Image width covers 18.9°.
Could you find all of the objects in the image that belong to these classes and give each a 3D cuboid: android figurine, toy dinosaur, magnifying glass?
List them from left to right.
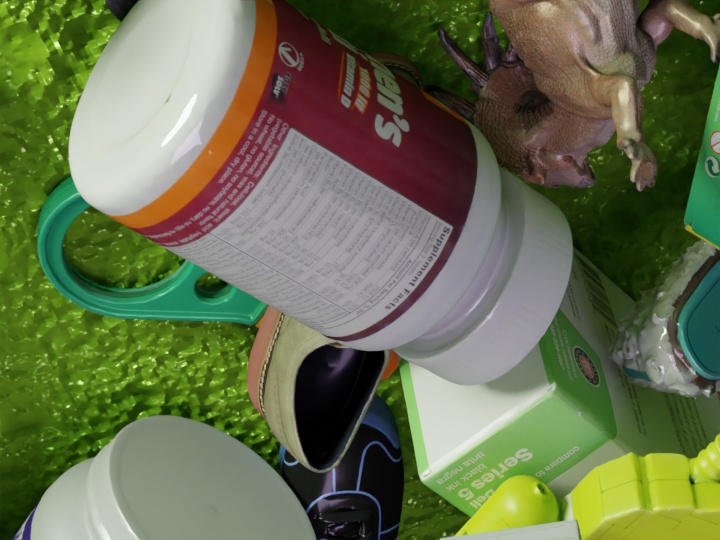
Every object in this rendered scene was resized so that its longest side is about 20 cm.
[{"bbox_3d":[-0.064,0.007,1.045,0.199,0.022,0.080,26,120,-26],"label":"magnifying glass"},{"bbox_3d":[0.084,-0.114,0.938,0.086,0.135,0.201,-27,118,-43],"label":"toy dinosaur"},{"bbox_3d":[0.128,0.144,0.985,0.181,0.041,0.200,20,131,-22],"label":"android figurine"}]

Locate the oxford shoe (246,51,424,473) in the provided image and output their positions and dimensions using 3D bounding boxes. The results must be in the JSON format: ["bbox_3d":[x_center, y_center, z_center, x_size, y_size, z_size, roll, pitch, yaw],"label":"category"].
[{"bbox_3d":[0.000,0.000,1.000,0.070,0.075,0.201,1,117,-20],"label":"oxford shoe"}]

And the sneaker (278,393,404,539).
[{"bbox_3d":[-0.008,0.154,1.136,0.070,0.078,0.201,-4,130,-7],"label":"sneaker"}]

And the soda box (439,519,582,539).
[{"bbox_3d":[0.083,0.199,0.963,0.063,0.068,0.201,-8,136,7],"label":"soda box"}]

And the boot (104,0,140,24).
[{"bbox_3d":[-0.071,-0.181,0.866,0.130,0.068,0.200,-28,136,7],"label":"boot"}]

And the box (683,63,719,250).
[{"bbox_3d":[0.240,-0.074,0.963,0.199,0.048,0.118,-13,124,-35],"label":"box"}]

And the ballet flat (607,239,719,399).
[{"bbox_3d":[0.184,-0.010,1.015,0.200,0.072,0.072,-38,140,-32],"label":"ballet flat"}]

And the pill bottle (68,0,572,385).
[{"bbox_3d":[-0.012,-0.034,0.892,0.199,0.110,0.110,30,119,-31],"label":"pill bottle"}]

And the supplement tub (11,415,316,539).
[{"bbox_3d":[-0.124,0.186,1.097,0.145,0.146,0.200,23,122,-26],"label":"supplement tub"}]

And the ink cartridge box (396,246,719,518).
[{"bbox_3d":[0.111,0.076,1.050,0.084,0.146,0.200,-36,126,21],"label":"ink cartridge box"}]
